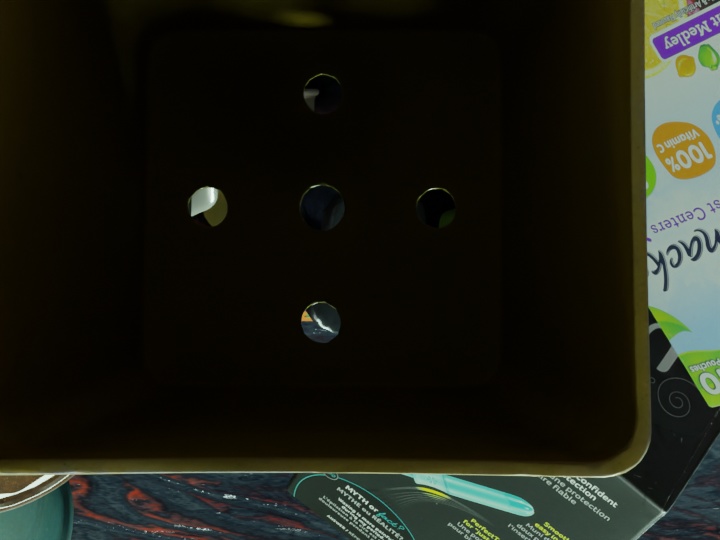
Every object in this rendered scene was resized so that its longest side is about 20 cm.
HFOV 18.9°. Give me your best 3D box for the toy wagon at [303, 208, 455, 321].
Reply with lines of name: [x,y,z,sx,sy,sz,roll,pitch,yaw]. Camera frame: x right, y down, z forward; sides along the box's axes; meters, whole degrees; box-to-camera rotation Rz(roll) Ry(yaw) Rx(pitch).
toy wagon: [0.000,0.000,1.192,0.155,0.040,0.200,-13,173,30]

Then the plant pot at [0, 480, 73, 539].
plant pot: [-0.306,0.134,1.428,0.199,0.201,0.196,-1,153,4]

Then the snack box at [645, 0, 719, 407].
snack box: [0.153,-0.053,0.884,0.053,0.200,0.142,-39,-170,-38]

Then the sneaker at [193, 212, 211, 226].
sneaker: [-0.092,0.003,0.981,0.077,0.200,0.084,-37,120,22]

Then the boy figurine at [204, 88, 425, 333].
boy figurine: [-0.049,-0.032,1.056,0.064,0.125,0.200,8,-168,-39]

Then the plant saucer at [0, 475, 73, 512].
plant saucer: [-0.214,0.074,1.277,0.200,0.034,0.201,-20,133,-23]

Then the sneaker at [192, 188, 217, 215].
sneaker: [-0.146,-0.067,0.889,0.201,0.147,0.077,-7,-168,22]

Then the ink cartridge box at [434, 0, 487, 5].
ink cartridge box: [-0.007,-0.160,0.728,0.199,0.083,0.147,7,160,-20]

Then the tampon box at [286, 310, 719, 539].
tampon box: [0.081,0.072,1.079,0.150,0.126,0.200,38,145,3]

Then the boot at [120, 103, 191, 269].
boot: [-0.159,-0.078,0.821,0.138,0.201,0.077,-22,-174,32]

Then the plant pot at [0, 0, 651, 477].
plant pot: [-0.016,-0.033,0.701,0.199,0.201,0.176,0,174,1]
